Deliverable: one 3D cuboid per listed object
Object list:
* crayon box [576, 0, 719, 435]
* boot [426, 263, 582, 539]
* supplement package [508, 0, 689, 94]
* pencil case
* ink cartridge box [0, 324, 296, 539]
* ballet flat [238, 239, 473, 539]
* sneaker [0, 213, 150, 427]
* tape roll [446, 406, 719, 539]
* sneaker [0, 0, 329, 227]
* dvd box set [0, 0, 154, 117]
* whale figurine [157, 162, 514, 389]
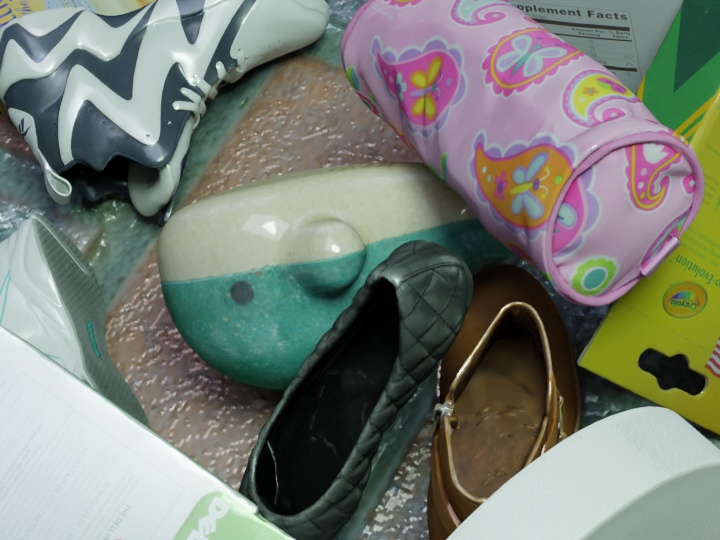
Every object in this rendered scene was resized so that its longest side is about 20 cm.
[{"bbox_3d":[0.170,-0.034,0.744,0.051,0.126,0.201,31,93,51],"label":"crayon box"},{"bbox_3d":[0.067,0.052,0.719,0.073,0.155,0.202,-1,58,5],"label":"boot"},{"bbox_3d":[0.135,-0.151,0.808,0.108,0.201,0.115,9,58,24],"label":"supplement package"},{"bbox_3d":[0.067,-0.067,0.712,0.087,0.088,0.200,-31,39,-9],"label":"pencil case"},{"bbox_3d":[-0.110,0.125,0.711,0.199,0.059,0.104,34,78,6],"label":"ink cartridge box"},{"bbox_3d":[-0.017,0.064,0.730,0.056,0.201,0.067,-3,42,-48],"label":"ballet flat"},{"bbox_3d":[-0.162,0.067,0.822,0.080,0.070,0.201,-32,53,9],"label":"sneaker"},{"bbox_3d":[0.074,0.143,0.632,0.202,0.204,0.037,-39,58,-15],"label":"tape roll"},{"bbox_3d":[-0.100,-0.091,0.906,0.197,0.080,0.131,-11,73,-22],"label":"sneaker"},{"bbox_3d":[-0.169,-0.200,0.986,0.199,0.029,0.147,-29,71,-13],"label":"dvd box set"},{"bbox_3d":[0.000,0.000,0.793,0.198,0.159,0.105,-9,96,6],"label":"whale figurine"}]
